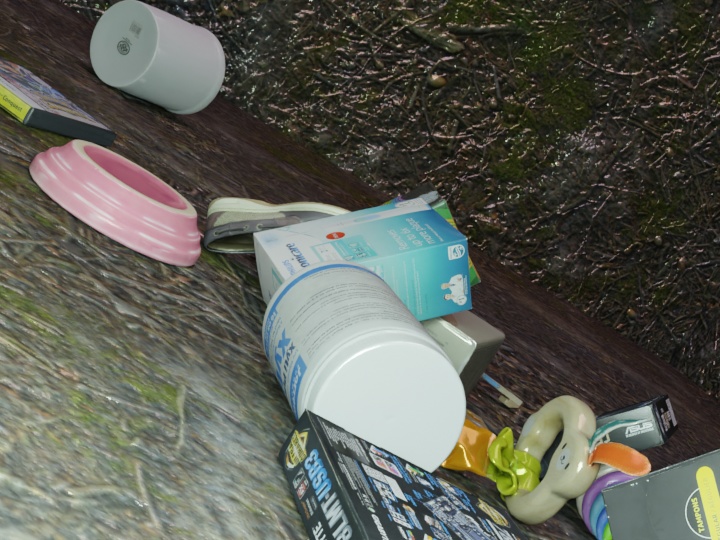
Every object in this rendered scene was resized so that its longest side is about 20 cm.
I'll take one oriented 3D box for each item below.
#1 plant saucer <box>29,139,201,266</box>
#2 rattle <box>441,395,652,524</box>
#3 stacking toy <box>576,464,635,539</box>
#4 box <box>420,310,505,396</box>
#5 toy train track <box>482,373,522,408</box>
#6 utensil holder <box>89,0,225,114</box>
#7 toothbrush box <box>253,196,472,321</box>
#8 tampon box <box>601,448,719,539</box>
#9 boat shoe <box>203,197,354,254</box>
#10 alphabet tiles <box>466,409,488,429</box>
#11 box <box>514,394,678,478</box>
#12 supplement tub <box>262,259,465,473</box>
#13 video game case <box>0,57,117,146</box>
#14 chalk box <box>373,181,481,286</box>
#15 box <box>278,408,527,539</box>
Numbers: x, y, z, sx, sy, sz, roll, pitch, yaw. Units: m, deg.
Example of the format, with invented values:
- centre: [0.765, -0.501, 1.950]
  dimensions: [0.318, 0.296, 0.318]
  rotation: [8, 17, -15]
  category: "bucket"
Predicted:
- centre: [-0.249, -0.078, 1.296]
  dimensions: [0.200, 0.051, 0.201]
  rotation: [32, 8, -5]
  category: "plant saucer"
- centre: [0.154, 0.147, 1.109]
  dimensions: [0.143, 0.130, 0.200]
  rotation: [44, -16, -5]
  category: "rattle"
- centre: [0.270, 0.266, 1.196]
  dimensions: [0.085, 0.086, 0.200]
  rotation: [31, 15, -12]
  category: "stacking toy"
- centre: [0.097, 0.096, 1.400]
  dimensions: [0.077, 0.095, 0.200]
  rotation: [33, 7, 13]
  category: "box"
- centre: [0.127, 0.127, 1.606]
  dimensions: [0.199, 0.033, 0.115]
  rotation: [36, 0, -17]
  category: "toy train track"
- centre: [-0.372, -0.389, 2.245]
  dimensions: [0.170, 0.171, 0.200]
  rotation: [37, 12, 27]
  category: "utensil holder"
- centre: [0.000, 0.000, 1.305]
  dimensions: [0.198, 0.086, 0.146]
  rotation: [-13, 24, -13]
  category: "toothbrush box"
- centre: [0.318, 0.253, 1.043]
  dimensions: [0.199, 0.126, 0.151]
  rotation: [24, 49, -48]
  category: "tampon box"
- centre: [-0.087, -0.040, 1.410]
  dimensions: [0.198, 0.065, 0.072]
  rotation: [7, -25, 15]
  category: "boat shoe"
- centre: [0.080, 0.150, 1.363]
  dimensions: [0.166, 0.006, 0.200]
  rotation: [30, 9, -14]
  category: "alphabet tiles"
- centre: [0.260, 0.183, 1.348]
  dimensions: [0.200, 0.159, 0.044]
  rotation: [7, 65, -70]
  category: "box"
- centre: [-0.003, 0.081, 1.023]
  dimensions: [0.131, 0.133, 0.200]
  rotation: [29, 9, -22]
  category: "supplement tub"
- centre: [-0.429, -0.227, 1.569]
  dimensions: [0.180, 0.026, 0.200]
  rotation: [35, 9, 17]
  category: "video game case"
- centre: [0.034, -0.009, 1.592]
  dimensions: [0.125, 0.199, 0.125]
  rotation: [-110, 175, -74]
  category: "chalk box"
- centre: [0.050, 0.193, 0.857]
  dimensions: [0.198, 0.050, 0.200]
  rotation: [30, 8, -22]
  category: "box"
